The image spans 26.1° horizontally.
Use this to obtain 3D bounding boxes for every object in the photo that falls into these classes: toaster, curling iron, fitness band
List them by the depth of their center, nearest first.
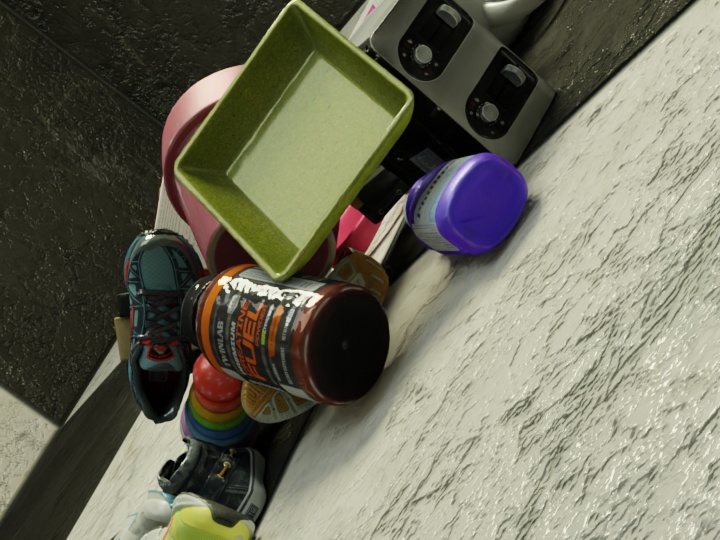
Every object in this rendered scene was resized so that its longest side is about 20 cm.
[{"bbox_3d":[0.064,-0.164,1.476,0.119,0.180,0.200,-54,11,-23],"label":"toaster"},{"bbox_3d":[0.000,0.000,1.630,0.200,0.025,0.050,-178,111,-78],"label":"curling iron"},{"bbox_3d":[0.011,-0.070,1.810,0.144,0.037,0.200,-54,9,17],"label":"fitness band"}]

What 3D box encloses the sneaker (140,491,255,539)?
[{"bbox_3d":[-0.154,0.265,1.375,0.200,0.078,0.091,-50,17,52],"label":"sneaker"}]

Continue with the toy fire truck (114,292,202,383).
[{"bbox_3d":[-0.144,0.074,1.685,0.174,0.130,0.200,-11,-2,26],"label":"toy fire truck"}]

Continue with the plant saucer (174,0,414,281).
[{"bbox_3d":[-0.053,-0.113,1.389,0.201,0.048,0.200,-53,50,8],"label":"plant saucer"}]

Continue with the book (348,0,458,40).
[{"bbox_3d":[0.039,-0.226,1.694,0.048,0.134,0.201,-14,-32,-43],"label":"book"}]

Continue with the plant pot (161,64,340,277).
[{"bbox_3d":[-0.097,-0.074,1.546,0.200,0.199,0.180,-48,33,27],"label":"plant pot"}]

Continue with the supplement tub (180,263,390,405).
[{"bbox_3d":[-0.074,0.052,1.378,0.199,0.107,0.107,10,59,47],"label":"supplement tub"}]

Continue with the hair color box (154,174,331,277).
[{"bbox_3d":[-0.128,-0.031,1.710,0.064,0.198,0.112,106,171,-63],"label":"hair color box"}]

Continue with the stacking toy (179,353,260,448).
[{"bbox_3d":[-0.138,0.129,1.539,0.086,0.085,0.200,-57,-6,-21],"label":"stacking toy"}]

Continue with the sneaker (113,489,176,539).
[{"bbox_3d":[-0.203,0.277,1.550,0.200,0.076,0.081,-49,18,58],"label":"sneaker"}]

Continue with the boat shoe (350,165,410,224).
[{"bbox_3d":[0.070,-0.124,1.648,0.199,0.062,0.075,-39,6,-1],"label":"boat shoe"}]

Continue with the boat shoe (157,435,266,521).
[{"bbox_3d":[-0.143,0.190,1.485,0.071,0.091,0.200,-53,10,-1],"label":"boat shoe"}]

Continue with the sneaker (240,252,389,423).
[{"bbox_3d":[-0.045,0.076,1.505,0.200,0.076,0.088,-48,1,-24],"label":"sneaker"}]

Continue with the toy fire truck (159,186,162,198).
[{"bbox_3d":[-0.165,-0.022,1.838,0.129,0.199,0.176,-67,6,-31],"label":"toy fire truck"}]

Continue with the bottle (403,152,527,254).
[{"bbox_3d":[0.082,-0.056,1.345,0.084,0.065,0.200,-56,10,-5],"label":"bottle"}]

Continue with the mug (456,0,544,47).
[{"bbox_3d":[0.140,-0.311,1.751,0.199,0.148,0.175,4,42,51],"label":"mug"}]

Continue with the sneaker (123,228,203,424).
[{"bbox_3d":[-0.188,0.059,1.511,0.096,0.078,0.202,-109,18,-61],"label":"sneaker"}]
